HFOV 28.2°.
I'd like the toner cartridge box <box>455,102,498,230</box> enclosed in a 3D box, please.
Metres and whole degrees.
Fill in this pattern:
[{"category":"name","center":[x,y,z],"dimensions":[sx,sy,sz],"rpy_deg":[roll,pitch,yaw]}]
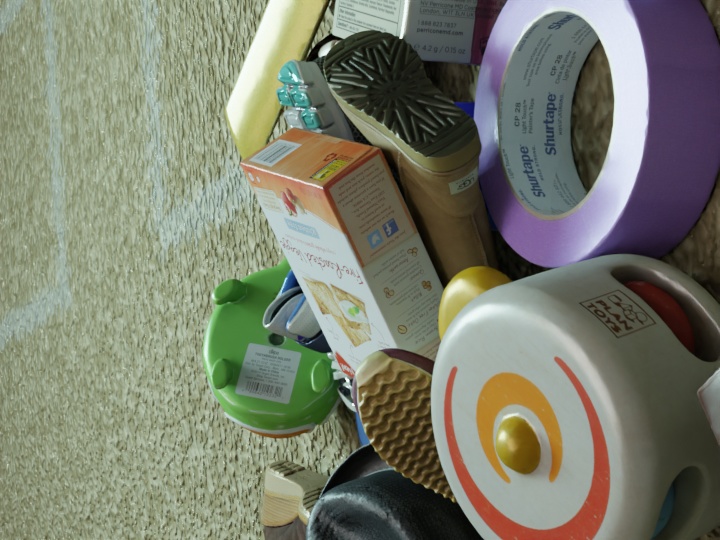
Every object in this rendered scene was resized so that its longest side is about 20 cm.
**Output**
[{"category":"toner cartridge box","center":[0.068,-0.086,1.143],"dimensions":[0.200,0.043,0.096],"rpy_deg":[15,104,62]}]

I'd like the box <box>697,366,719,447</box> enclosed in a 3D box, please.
[{"category":"box","center":[0.258,0.127,0.713],"dimensions":[0.075,0.099,0.201],"rpy_deg":[-55,44,48]}]

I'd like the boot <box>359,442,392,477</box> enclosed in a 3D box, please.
[{"category":"boot","center":[0.056,0.222,1.161],"dimensions":[0.144,0.070,0.203],"rpy_deg":[32,112,45]}]

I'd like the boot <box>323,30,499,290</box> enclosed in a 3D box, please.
[{"category":"boot","center":[0.042,-0.053,1.046],"dimensions":[0.176,0.066,0.201],"rpy_deg":[56,167,42]}]

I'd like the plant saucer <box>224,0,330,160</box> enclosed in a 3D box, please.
[{"category":"plant saucer","center":[-0.062,-0.216,1.270],"dimensions":[0.201,0.048,0.201],"rpy_deg":[-74,8,-58]}]

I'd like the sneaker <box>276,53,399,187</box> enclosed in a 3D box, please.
[{"category":"sneaker","center":[0.014,-0.084,1.120],"dimensions":[0.077,0.091,0.202],"rpy_deg":[12,127,65]}]

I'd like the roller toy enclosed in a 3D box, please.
[{"category":"roller toy","center":[0.136,0.087,0.868],"dimensions":[0.182,0.139,0.202],"rpy_deg":[-11,93,53]}]

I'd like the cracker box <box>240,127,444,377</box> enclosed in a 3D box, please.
[{"category":"cracker box","center":[0.000,0.000,1.057],"dimensions":[0.134,0.057,0.201],"rpy_deg":[20,141,58]}]

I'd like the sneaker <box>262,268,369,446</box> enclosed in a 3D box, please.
[{"category":"sneaker","center":[-0.022,0.065,1.206],"dimensions":[0.081,0.145,0.202],"rpy_deg":[36,121,57]}]

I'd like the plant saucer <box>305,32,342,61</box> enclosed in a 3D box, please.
[{"category":"plant saucer","center":[-0.033,-0.124,1.306],"dimensions":[0.200,0.034,0.203],"rpy_deg":[-176,90,-76]}]

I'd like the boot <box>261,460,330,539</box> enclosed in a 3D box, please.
[{"category":"boot","center":[-0.029,0.278,1.334],"dimensions":[0.200,0.072,0.168],"rpy_deg":[18,118,60]}]

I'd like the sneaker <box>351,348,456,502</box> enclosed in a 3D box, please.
[{"category":"sneaker","center":[0.064,0.105,0.997],"dimensions":[0.075,0.200,0.090],"rpy_deg":[-37,31,18]}]

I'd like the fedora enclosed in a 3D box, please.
[{"category":"fedora","center":[0.027,0.218,1.086],"dimensions":[0.199,0.091,0.203],"rpy_deg":[-6,79,32]}]

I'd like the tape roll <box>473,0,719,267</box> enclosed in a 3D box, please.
[{"category":"tape roll","center":[0.154,-0.102,0.954],"dimensions":[0.200,0.065,0.202],"rpy_deg":[2,93,63]}]

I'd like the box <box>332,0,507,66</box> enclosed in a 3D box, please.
[{"category":"box","center":[0.061,-0.264,1.086],"dimensions":[0.128,0.108,0.202],"rpy_deg":[34,119,59]}]

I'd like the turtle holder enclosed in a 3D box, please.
[{"category":"turtle holder","center":[-0.078,0.067,1.327],"dimensions":[0.132,0.140,0.187],"rpy_deg":[84,168,-62]}]

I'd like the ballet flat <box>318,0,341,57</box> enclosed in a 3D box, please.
[{"category":"ballet flat","center":[-0.001,-0.189,1.190],"dimensions":[0.072,0.071,0.202],"rpy_deg":[-22,53,61]}]
